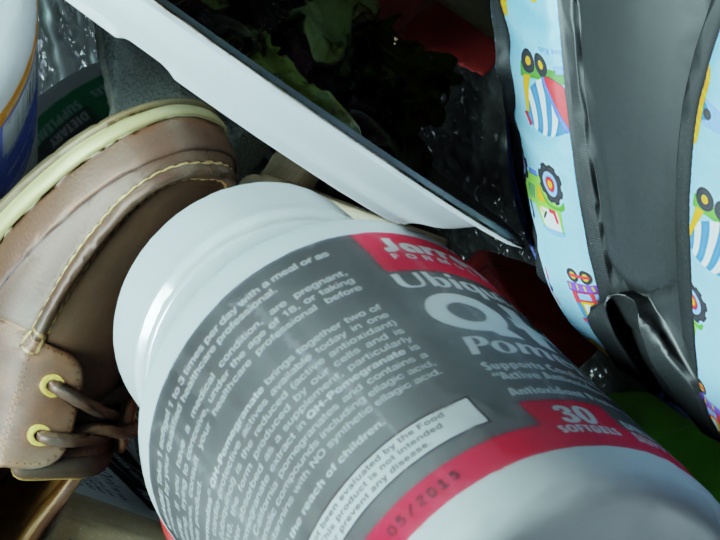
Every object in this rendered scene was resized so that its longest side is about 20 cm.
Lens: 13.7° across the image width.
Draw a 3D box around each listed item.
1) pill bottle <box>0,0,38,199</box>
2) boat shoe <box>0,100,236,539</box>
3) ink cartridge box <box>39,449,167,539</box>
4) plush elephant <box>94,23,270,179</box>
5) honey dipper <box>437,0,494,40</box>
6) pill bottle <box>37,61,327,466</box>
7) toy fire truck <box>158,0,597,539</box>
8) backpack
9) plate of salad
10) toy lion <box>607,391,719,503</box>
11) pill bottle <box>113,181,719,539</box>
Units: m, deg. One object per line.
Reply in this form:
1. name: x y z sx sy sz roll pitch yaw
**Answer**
1. pill bottle: -0.159 -0.046 0.959 0.112 0.112 0.200 64 166 15
2. boat shoe: -0.093 0.033 0.929 0.200 0.072 0.068 -52 55 30
3. ink cartridge box: -0.097 0.103 1.102 0.200 0.164 0.075 33 100 55
4. plush elephant: -0.054 -0.125 0.977 0.155 0.165 0.200 44 -164 -22
5. honey dipper: 0.038 -0.067 0.807 0.038 0.200 0.038 -26 49 35
6. pill bottle: -0.042 0.022 1.046 0.200 0.113 0.113 47 141 36
7. toy fire truck: 0.000 0.000 0.922 0.200 0.049 0.141 -44 56 21
8. backpack: 0.114 -0.060 0.725 0.182 0.134 0.201 33 133 48
9. plate of salad: -0.033 -0.071 0.797 0.048 0.200 0.200 -54 47 4
10. toy lion: 0.086 0.140 0.958 0.192 0.068 0.201 -16 91 67
11. pill bottle: 0.008 0.054 0.786 0.200 0.110 0.111 -135 39 -52
